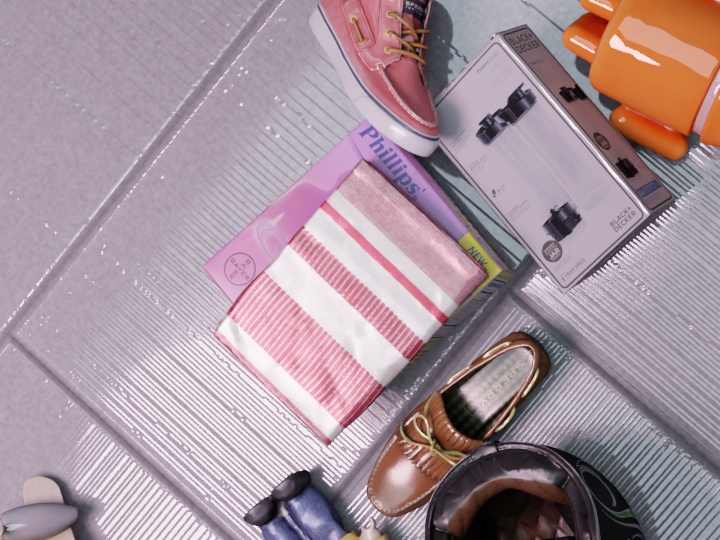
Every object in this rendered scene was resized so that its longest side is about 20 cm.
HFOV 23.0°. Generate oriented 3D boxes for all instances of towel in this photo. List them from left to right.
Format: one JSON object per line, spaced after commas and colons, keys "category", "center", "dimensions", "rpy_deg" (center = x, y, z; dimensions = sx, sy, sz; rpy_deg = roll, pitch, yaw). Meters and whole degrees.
{"category": "towel", "center": [-0.010, 0.027, 1.473], "dimensions": [0.144, 0.023, 0.200], "rpy_deg": [43, 98, 8]}

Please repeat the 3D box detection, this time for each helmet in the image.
{"category": "helmet", "center": [0.147, 0.247, 1.447], "dimensions": [0.199, 0.191, 0.201], "rpy_deg": [-12, 56, 18]}

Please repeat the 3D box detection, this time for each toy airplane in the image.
{"category": "toy airplane", "center": [-0.270, 0.300, 1.551], "dimensions": [0.199, 0.141, 0.200], "rpy_deg": [24, 72, 26]}

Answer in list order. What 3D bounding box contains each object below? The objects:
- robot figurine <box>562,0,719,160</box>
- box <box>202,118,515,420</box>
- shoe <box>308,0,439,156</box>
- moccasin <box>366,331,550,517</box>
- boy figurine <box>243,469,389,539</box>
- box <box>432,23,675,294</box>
{"category": "robot figurine", "center": [0.270, -0.175, 1.474], "dimensions": [0.199, 0.117, 0.144], "rpy_deg": [28, 81, 12]}
{"category": "box", "center": [0.000, 0.000, 1.531], "dimensions": [0.200, 0.097, 0.176], "rpy_deg": [-41, 81, 7]}
{"category": "shoe", "center": [0.028, -0.191, 1.504], "dimensions": [0.091, 0.071, 0.200], "rpy_deg": [-52, 47, 24]}
{"category": "moccasin", "center": [0.083, 0.135, 1.518], "dimensions": [0.201, 0.078, 0.074], "rpy_deg": [-39, 81, 8]}
{"category": "boy figurine", "center": [-0.020, 0.276, 1.544], "dimensions": [0.124, 0.064, 0.200], "rpy_deg": [-38, 78, 5]}
{"category": "box", "center": [0.156, -0.096, 1.499], "dimensions": [0.200, 0.060, 0.117], "rpy_deg": [50, 125, 9]}
